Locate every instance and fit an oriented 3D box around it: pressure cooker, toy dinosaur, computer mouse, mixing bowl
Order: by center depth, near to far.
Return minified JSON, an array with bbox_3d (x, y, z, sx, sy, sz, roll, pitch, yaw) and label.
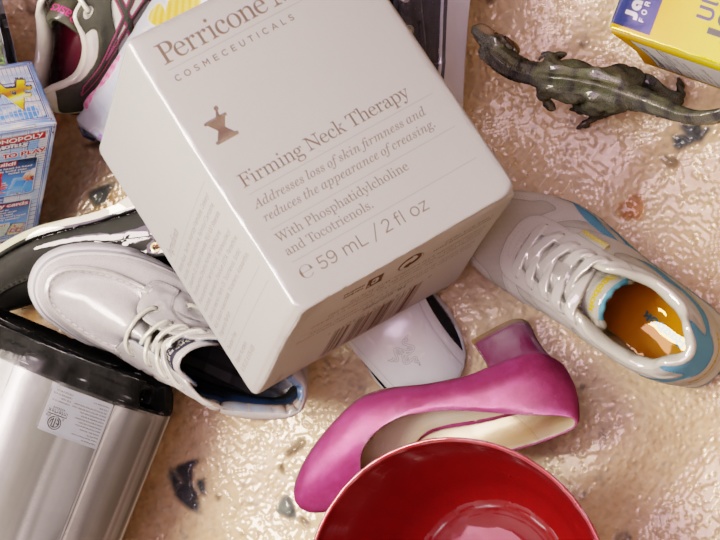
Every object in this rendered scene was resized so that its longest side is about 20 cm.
[{"bbox_3d":[0.074,0.205,1.503,0.198,0.108,0.202,0,89,18],"label":"mixing bowl"},{"bbox_3d":[0.167,-0.115,1.524,0.199,0.088,0.048,14,88,19],"label":"toy dinosaur"},{"bbox_3d":[-0.236,0.137,1.583,0.175,0.179,0.201,21,90,17],"label":"pressure cooker"},{"bbox_3d":[0.000,0.000,1.590,0.109,0.044,0.201,-38,73,10],"label":"computer mouse"}]

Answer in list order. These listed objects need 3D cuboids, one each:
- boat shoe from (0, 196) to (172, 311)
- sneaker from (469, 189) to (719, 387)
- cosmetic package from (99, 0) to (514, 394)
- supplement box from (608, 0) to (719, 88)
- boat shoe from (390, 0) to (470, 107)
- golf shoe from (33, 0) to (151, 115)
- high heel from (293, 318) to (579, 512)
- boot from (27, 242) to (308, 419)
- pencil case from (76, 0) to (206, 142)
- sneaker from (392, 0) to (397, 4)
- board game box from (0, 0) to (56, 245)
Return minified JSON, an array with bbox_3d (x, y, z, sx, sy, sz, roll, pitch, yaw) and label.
[{"bbox_3d":[-0.181,-0.006,1.634,0.200,0.074,0.064,-18,75,12],"label":"boat shoe"},{"bbox_3d":[0.146,0.005,1.521,0.199,0.081,0.077,30,95,20],"label":"sneaker"},{"bbox_3d":[-0.039,-0.064,1.484,0.167,0.166,0.201,-30,78,-21],"label":"cosmetic package"},{"bbox_3d":[0.274,-0.160,1.482,0.199,0.109,0.110,21,91,19],"label":"supplement box"},{"bbox_3d":[0.032,-0.142,1.550,0.067,0.072,0.202,1,111,-11],"label":"boat shoe"},{"bbox_3d":[-0.174,-0.199,1.625,0.077,0.088,0.201,23,108,23],"label":"golf shoe"},{"bbox_3d":[0.049,0.117,1.535,0.199,0.068,0.096,-30,40,2],"label":"high heel"},{"bbox_3d":[-0.124,0.040,1.557,0.199,0.096,0.074,19,99,-10],"label":"boot"},{"bbox_3d":[-0.110,-0.156,1.616,0.083,0.091,0.201,36,98,23],"label":"pencil case"},{"bbox_3d":[0.042,-0.227,1.595,0.086,0.075,0.201,37,104,12],"label":"sneaker"},{"bbox_3d":[-0.260,-0.115,1.610,0.061,0.200,0.202,-10,79,-19],"label":"board game box"}]
